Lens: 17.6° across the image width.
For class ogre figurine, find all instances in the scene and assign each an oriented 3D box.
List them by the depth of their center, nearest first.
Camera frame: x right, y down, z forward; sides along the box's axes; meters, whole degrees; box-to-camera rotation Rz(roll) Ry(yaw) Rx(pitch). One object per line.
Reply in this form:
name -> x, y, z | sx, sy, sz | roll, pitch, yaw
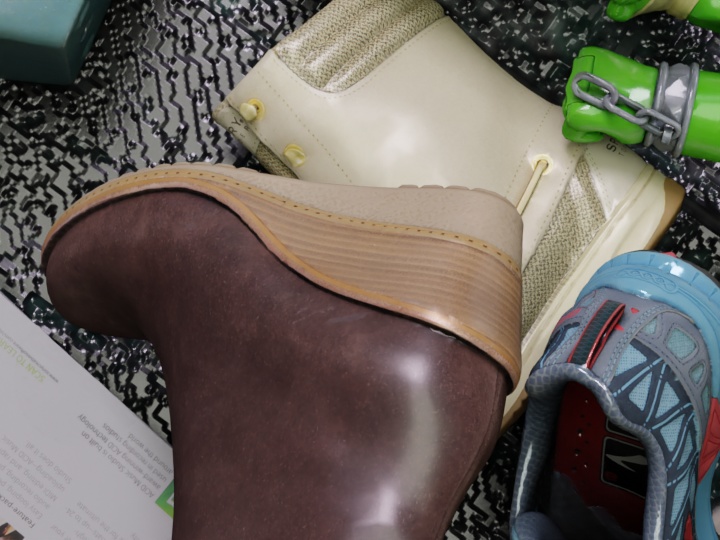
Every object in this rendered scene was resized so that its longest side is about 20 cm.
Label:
ogre figurine -> 0.168, -0.108, 0.846 | 0.120, 0.098, 0.200 | 29, 47, 9

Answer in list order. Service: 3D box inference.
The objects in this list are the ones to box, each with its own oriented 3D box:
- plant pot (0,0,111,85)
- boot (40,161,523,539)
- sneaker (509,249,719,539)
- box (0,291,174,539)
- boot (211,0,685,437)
plant pot -> -0.176, -0.153, 0.827 | 0.200, 0.141, 0.142 | 23, 84, -3
boot -> -0.046, 0.051, 0.737 | 0.200, 0.072, 0.167 | -2, 59, 36
sneaker -> 0.078, 0.097, 0.790 | 0.079, 0.095, 0.201 | 10, 117, 30
box -> -0.162, 0.107, 0.804 | 0.144, 0.036, 0.200 | 46, 77, -25
boot -> 0.000, 0.000, 0.840 | 0.155, 0.073, 0.200 | 40, 83, 3
